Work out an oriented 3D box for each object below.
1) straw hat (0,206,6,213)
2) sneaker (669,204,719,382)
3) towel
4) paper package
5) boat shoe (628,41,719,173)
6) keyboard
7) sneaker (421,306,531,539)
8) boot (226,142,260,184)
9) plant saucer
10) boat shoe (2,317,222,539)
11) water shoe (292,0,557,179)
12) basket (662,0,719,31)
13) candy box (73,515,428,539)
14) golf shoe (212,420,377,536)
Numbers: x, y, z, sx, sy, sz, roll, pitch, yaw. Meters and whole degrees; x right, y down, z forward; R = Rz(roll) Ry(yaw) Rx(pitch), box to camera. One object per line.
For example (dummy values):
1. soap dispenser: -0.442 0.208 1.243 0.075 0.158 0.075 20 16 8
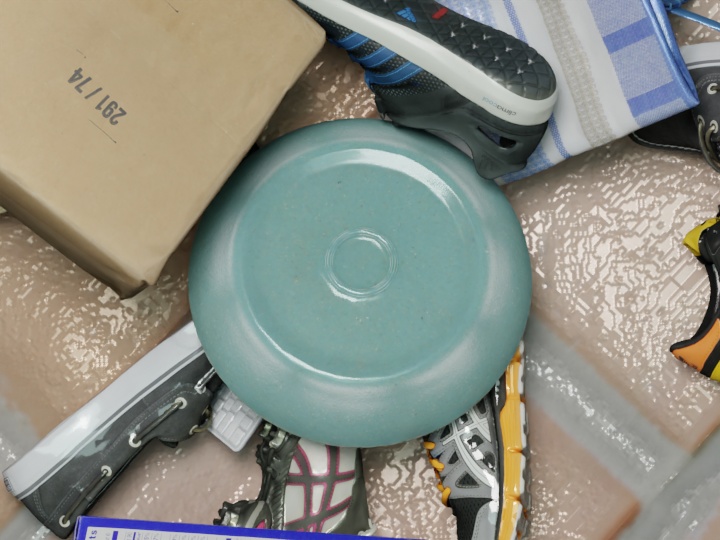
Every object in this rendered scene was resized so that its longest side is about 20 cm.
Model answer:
1. straw hat: -0.242 -0.138 1.492 0.200 0.085 0.202 -4 79 23
2. sneaker: 0.238 -0.029 1.485 0.090 0.070 0.201 14 86 5
3. towel: 0.089 -0.130 1.467 0.200 0.024 0.147 -20 93 39
4. paper package: -0.150 -0.118 1.415 0.200 0.103 0.191 38 79 -11
5. boat shoe: 0.227 -0.085 1.447 0.200 0.070 0.066 -1 49 37
6. keyboard: -0.027 0.017 1.510 0.011 0.056 0.200 36 87 -29
7. sneaker: 0.061 0.092 1.486 0.077 0.078 0.201 -3 74 4
8. boot: -0.063 -0.162 1.527 0.165 0.066 0.200 41 84 5
9. plant saucer: 0.000 0.000 1.452 0.199 0.036 0.201 0 72 -1
10. boat shoe: -0.121 0.081 1.506 0.200 0.069 0.057 -38 91 5
11. water shoe: 0.017 -0.122 1.459 0.200 0.071 0.079 34 128 20
12. basket: 0.201 -0.230 1.461 0.200 0.139 0.177 23 109 19
13. candy box: -0.062 0.222 1.431 0.199 0.169 0.077 3 47 6
14. golf shoe: -0.024 0.124 1.496 0.088 0.077 0.200 26 92 -10
